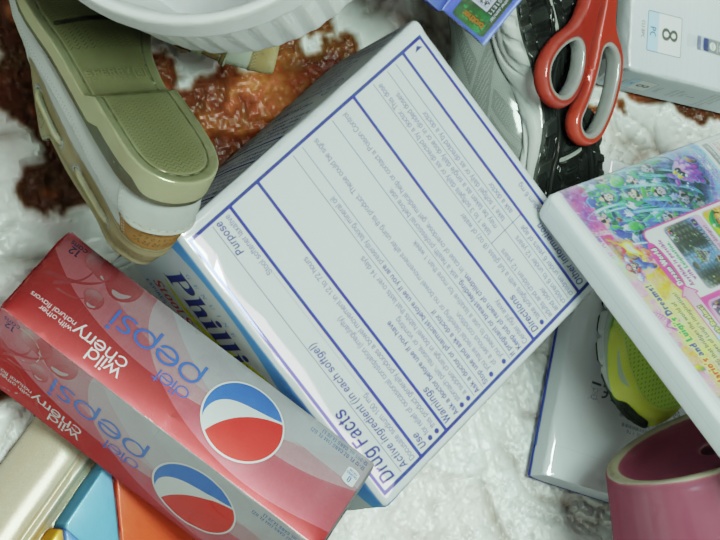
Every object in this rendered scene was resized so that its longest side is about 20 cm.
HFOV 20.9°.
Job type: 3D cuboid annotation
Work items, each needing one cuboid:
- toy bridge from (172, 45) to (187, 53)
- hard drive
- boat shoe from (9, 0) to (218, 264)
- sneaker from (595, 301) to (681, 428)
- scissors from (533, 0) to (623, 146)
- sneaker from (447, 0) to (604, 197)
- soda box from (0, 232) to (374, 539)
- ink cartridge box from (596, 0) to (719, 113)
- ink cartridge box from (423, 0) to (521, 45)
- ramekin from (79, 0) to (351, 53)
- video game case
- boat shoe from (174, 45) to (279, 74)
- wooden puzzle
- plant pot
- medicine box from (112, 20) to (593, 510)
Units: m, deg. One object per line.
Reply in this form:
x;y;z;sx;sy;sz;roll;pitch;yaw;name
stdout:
-0.114;-0.151;1.083;0.067;0.027;0.201;40;67;-15;toy bridge
0.180;0.046;1.206;0.131;0.025;0.202;20;73;-24;hard drive
-0.138;-0.090;0.996;0.074;0.069;0.201;0;46;-33;boat shoe
0.213;0.006;1.164;0.078;0.090;0.201;40;67;-18;sneaker
0.146;-0.174;1.149;0.073;0.014;0.202;30;71;-42;scissors
0.093;-0.093;1.164;0.074;0.079;0.202;-22;108;-47;sneaker
-0.096;0.074;0.995;0.199;0.070;0.064;37;51;0;soda box
0.246;-0.184;1.267;0.198;0.047;0.162;9;77;-24;ink cartridge box
0.030;-0.233;1.088;0.200;0.042;0.120;42;97;14;ink cartridge box
-0.069;-0.203;0.960;0.198;0.105;0.202;-2;80;10;ramekin
0.222;0.013;1.078;0.181;0.024;0.201;-20;63;-33;video game case
-0.037;-0.204;1.058;0.076;0.072;0.202;21;92;-4;boat shoe
-0.128;0.191;1.014;0.200;0.037;0.186;41;66;-16;wooden puzzle
0.226;0.176;1.101;0.199;0.199;0.181;-25;99;-29;plant pot
0.000;0.000;1.075;0.200;0.103;0.183;-43;102;-26;medicine box
